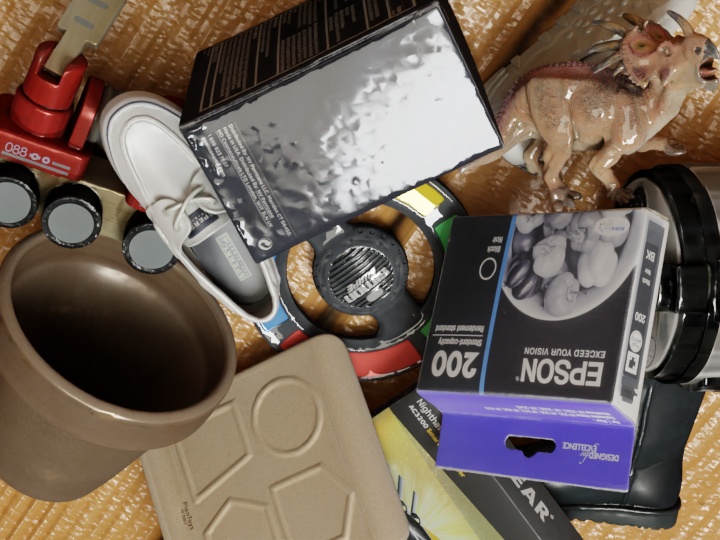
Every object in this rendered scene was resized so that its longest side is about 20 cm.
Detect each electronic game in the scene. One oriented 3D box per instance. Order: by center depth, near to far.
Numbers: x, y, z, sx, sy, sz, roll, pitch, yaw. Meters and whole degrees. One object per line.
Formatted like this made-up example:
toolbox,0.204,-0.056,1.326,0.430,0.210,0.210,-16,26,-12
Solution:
electronic game,0.000,0.000,1.334,0.199,0.042,0.201,-1,113,-2

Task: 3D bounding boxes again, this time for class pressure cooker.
pressure cooker,0.273,0.001,1.264,0.199,0.179,0.176,-1,145,-13

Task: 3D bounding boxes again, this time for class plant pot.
plant pot,-0.225,0.092,1.300,0.200,0.201,0.175,28,126,-13

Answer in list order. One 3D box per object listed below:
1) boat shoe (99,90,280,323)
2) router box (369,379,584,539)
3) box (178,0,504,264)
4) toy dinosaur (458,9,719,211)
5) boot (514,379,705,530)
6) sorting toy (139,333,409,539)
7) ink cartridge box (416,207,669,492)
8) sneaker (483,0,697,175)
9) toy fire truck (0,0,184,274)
boat shoe,-0.117,-0.045,1.196,0.073,0.065,0.200,-38,117,3
router box,0.070,0.197,1.355,0.157,0.052,0.200,-38,90,35
box,-0.013,-0.126,1.193,0.198,0.200,0.124,-26,111,9
toy dinosaur,0.167,-0.125,1.196,0.199,0.086,0.136,-5,120,16
boot,0.189,0.126,1.377,0.199,0.076,0.169,6,109,0
sorting toy,-0.074,0.172,1.339,0.199,0.036,0.186,-24,72,14
ink cartridge box,0.129,0.055,1.216,0.043,0.198,0.201,19,77,-40
sneaker,0.183,-0.156,1.265,0.200,0.077,0.080,-36,119,19
toy fire truck,-0.184,-0.128,1.243,0.175,0.129,0.200,19,119,-15
